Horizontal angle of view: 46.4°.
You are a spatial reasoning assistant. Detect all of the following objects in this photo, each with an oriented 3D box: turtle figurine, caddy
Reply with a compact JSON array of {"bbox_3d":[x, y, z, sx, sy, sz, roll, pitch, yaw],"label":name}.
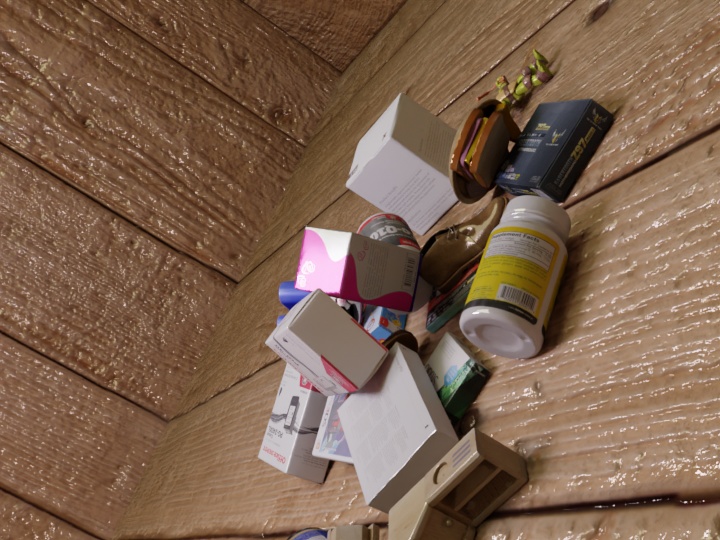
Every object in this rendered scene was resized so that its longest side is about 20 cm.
[{"bbox_3d":[0.296,-0.342,1.625,0.161,0.064,0.201,-40,14,30],"label":"turtle figurine"},{"bbox_3d":[-0.096,0.095,1.667,0.200,0.103,0.143,67,-156,-69],"label":"caddy"}]

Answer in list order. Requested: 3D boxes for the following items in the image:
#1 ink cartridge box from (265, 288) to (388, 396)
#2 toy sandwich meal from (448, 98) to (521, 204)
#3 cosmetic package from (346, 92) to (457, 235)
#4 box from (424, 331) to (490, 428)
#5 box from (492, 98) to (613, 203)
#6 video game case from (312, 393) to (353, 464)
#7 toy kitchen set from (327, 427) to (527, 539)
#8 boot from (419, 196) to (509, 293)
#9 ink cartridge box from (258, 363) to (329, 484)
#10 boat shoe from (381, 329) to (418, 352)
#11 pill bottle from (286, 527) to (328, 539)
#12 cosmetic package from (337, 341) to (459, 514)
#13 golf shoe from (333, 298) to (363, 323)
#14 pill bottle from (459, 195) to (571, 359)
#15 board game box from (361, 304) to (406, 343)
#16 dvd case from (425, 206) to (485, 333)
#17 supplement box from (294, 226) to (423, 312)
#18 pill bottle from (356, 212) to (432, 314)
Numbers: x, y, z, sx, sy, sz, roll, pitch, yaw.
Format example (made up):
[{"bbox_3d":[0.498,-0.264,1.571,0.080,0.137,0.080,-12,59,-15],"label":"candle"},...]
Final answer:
[{"bbox_3d":[-0.057,0.119,1.315,0.083,0.146,0.200,-50,5,-19],"label":"ink cartridge box"},{"bbox_3d":[0.223,-0.203,1.451,0.070,0.205,0.207,23,79,33],"label":"toy sandwich meal"},{"bbox_3d":[0.105,-0.218,1.729,0.165,0.199,0.166,-43,21,41],"label":"cosmetic package"},{"bbox_3d":[0.106,0.202,1.252,0.201,0.036,0.144,-59,15,6],"label":"box"},{"bbox_3d":[0.303,-0.194,1.350,0.159,0.051,0.200,-58,15,2],"label":"box"},{"bbox_3d":[-0.006,0.225,1.384,0.199,0.023,0.185,-12,58,60],"label":"video game case"},{"bbox_3d":[0.076,0.296,0.936,0.181,0.162,0.201,-50,18,26],"label":"toy kitchen set"},{"bbox_3d":[0.167,-0.052,1.389,0.200,0.075,0.074,-50,16,24],"label":"boot"},{"bbox_3d":[-0.105,0.279,1.572,0.145,0.083,0.203,0,71,62],"label":"ink cartridge box"},{"bbox_3d":[0.028,0.183,1.460,0.201,0.070,0.070,-56,21,9],"label":"boat shoe"},{"bbox_3d":[-0.043,0.429,1.149,0.113,0.111,0.200,-62,16,-13],"label":"pill bottle"},{"bbox_3d":[0.048,0.222,1.209,0.151,0.051,0.201,-52,30,18],"label":"cosmetic package"},{"bbox_3d":[-0.030,0.028,1.574,0.072,0.202,0.092,-11,26,4],"label":"golf shoe"},{"bbox_3d":[0.215,0.006,1.136,0.114,0.114,0.202,-31,31,59],"label":"pill bottle"},{"bbox_3d":[0.020,0.100,1.669,0.200,0.056,0.197,-45,21,41],"label":"board game box"},{"bbox_3d":[0.171,-0.003,1.458,0.146,0.022,0.201,-46,21,38],"label":"dvd case"},{"bbox_3d":[0.000,0.000,1.346,0.102,0.199,0.103,10,87,36],"label":"supplement box"},{"bbox_3d":[0.062,-0.014,1.541,0.114,0.113,0.201,-53,27,18],"label":"pill bottle"}]
